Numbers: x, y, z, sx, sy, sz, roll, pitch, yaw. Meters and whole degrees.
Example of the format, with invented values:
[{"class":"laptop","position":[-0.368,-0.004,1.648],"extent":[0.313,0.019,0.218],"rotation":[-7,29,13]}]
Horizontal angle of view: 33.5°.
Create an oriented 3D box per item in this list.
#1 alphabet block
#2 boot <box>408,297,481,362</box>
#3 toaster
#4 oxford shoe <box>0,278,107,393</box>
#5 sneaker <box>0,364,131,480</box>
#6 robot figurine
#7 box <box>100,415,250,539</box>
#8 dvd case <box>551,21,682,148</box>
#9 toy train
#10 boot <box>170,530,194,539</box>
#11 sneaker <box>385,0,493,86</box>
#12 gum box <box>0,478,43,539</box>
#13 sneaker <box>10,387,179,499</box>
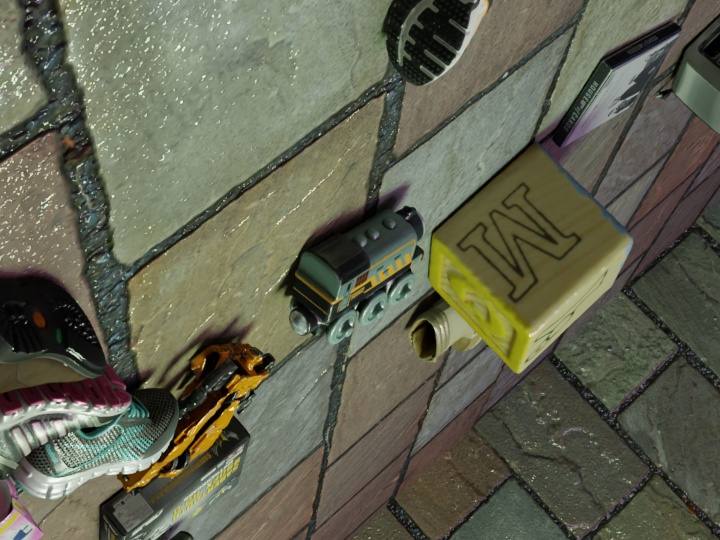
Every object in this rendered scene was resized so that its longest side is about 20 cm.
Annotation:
[{"class":"alphabet block","position":[0.228,-0.013,1.651],"extent":[0.199,0.197,0.196],"rotation":[-40,163,-13]},{"class":"boot","position":[0.139,0.095,1.904],"extent":[0.155,0.073,0.201],"rotation":[-41,160,-30]},{"class":"toaster","position":[0.608,-0.309,1.908],"extent":[0.200,0.181,0.119],"rotation":[-42,161,-10]},{"class":"oxford shoe","position":[-0.250,0.054,0.867],"extent":[0.084,0.074,0.200],"rotation":[-29,164,9]},{"class":"sneaker","position":[-0.267,0.114,0.943],"extent":[0.088,0.074,0.199],"rotation":[-51,158,22]},{"class":"robot figurine","position":[-0.177,0.150,1.283],"extent":[0.200,0.058,0.145],"rotation":[-49,164,14]},{"class":"box","position":[-0.231,0.278,1.485],"extent":[0.199,0.048,0.159],"rotation":[-36,162,-29]},{"class":"dvd case","position":[0.361,-0.260,1.679],"extent":[0.199,0.025,0.151],"rotation":[-30,159,-41]},{"class":"toy train","position":[0.000,0.000,1.325],"extent":[0.199,0.085,0.115],"rotation":[-31,150,-41]},{"class":"boot","position":[-0.248,0.376,1.555],"extent":[0.198,0.068,0.131],"rotation":[-23,-166,26]},{"class":"sneaker","position":[0.089,-0.234,0.970],"extent":[0.080,0.074,0.201],"rotation":[-29,158,-49]},{"class":"gum box","position":[-0.372,0.253,1.030],"extent":[0.199,0.066,0.114],"rotation":[-41,165,-16]},{"class":"sneaker","position":[-0.229,0.141,1.106],"extent":[0.199,0.077,0.092],"rotation":[-23,150,-57]}]
